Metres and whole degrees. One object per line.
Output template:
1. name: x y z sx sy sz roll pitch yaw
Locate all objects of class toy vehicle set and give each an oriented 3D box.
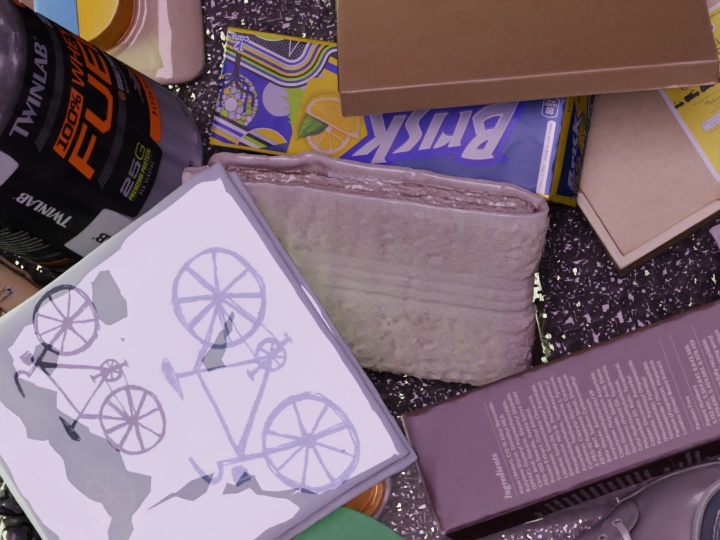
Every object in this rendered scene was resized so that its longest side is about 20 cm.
1. toy vehicle set: 0.196 -0.101 1.466 0.200 0.027 0.125 -31 79 3

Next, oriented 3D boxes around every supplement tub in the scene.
1. supplement tub: -0.188 -0.077 1.421 0.122 0.200 0.123 -16 62 33

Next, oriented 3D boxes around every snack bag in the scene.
1. snack bag: -0.100 0.075 1.388 0.200 0.021 0.189 -34 86 5

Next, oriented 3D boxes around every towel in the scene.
1. towel: 0.000 0.000 1.439 0.199 0.133 0.035 8 42 7

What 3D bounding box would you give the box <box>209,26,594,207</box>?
1. box: 0.023 -0.084 1.454 0.199 0.064 0.070 10 91 18

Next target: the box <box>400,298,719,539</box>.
1. box: 0.130 0.080 1.415 0.199 0.100 0.075 -21 79 4

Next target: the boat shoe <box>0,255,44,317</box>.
1. boat shoe: -0.211 0.027 1.471 0.200 0.074 0.076 32 85 22

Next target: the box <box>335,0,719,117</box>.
1. box: 0.085 -0.144 1.430 0.199 0.021 0.164 -4 40 2

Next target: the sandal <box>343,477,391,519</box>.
1. sandal: -0.083 0.090 1.465 0.206 0.059 0.079 28 87 11

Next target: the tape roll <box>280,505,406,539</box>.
1. tape roll: -0.039 0.221 1.388 0.200 0.048 0.201 -4 68 9

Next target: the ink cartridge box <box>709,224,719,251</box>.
1. ink cartridge box: 0.285 -0.051 1.383 0.199 0.116 0.068 -12 111 0

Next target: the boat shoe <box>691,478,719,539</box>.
1. boat shoe: 0.227 0.204 1.386 0.073 0.062 0.201 -14 89 -8

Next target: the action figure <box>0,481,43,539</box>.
1. action figure: -0.200 0.191 1.434 0.102 0.119 0.201 -5 72 12

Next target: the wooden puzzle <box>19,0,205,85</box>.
1. wooden puzzle: -0.196 -0.190 1.528 0.199 0.046 0.186 -6 81 8

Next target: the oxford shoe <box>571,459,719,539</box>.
1. oxford shoe: 0.134 0.168 1.424 0.200 0.058 0.075 -29 77 2
